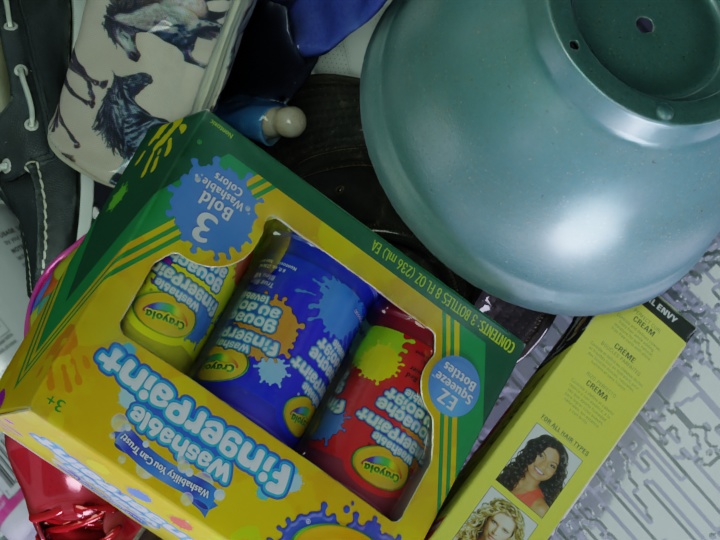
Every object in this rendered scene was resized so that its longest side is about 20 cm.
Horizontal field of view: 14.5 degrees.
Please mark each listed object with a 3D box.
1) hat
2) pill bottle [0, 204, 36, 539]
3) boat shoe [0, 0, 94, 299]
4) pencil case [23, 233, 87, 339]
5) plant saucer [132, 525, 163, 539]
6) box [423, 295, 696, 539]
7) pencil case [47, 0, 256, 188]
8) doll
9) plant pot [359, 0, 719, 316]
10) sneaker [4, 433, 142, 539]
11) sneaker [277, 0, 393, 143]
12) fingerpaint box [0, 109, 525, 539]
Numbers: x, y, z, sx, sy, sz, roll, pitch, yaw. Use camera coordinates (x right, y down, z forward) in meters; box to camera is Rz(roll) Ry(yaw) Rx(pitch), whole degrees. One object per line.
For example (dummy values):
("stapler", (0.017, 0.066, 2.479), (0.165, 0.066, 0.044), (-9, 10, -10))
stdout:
("hat", (0.000, 0.000, 1.432), (0.200, 0.081, 0.201), (8, 123, 13))
("pill bottle", (-0.199, 0.034, 1.492), (0.113, 0.113, 0.200), (-41, 83, 11))
("boat shoe", (-0.172, -0.066, 1.468), (0.060, 0.076, 0.200), (6, 54, -17))
("pencil case", (-0.072, 0.057, 1.409), (0.200, 0.088, 0.088), (34, 101, -27))
("plant saucer", (-0.031, 0.189, 1.366), (0.200, 0.032, 0.201), (7, 69, -19))
("box", (0.086, 0.094, 1.393), (0.050, 0.075, 0.200), (39, 62, -2))
("pencil case", (-0.084, -0.132, 1.356), (0.089, 0.078, 0.200), (32, 120, 18))
("doll", (-0.042, -0.132, 1.410), (0.200, 0.048, 0.137), (-37, 54, 37))
("plant pot", (0.116, -0.095, 1.355), (0.200, 0.134, 0.201), (8, 65, -19))
("sneaker", (-0.124, 0.146, 1.375), (0.078, 0.200, 0.116), (-6, 56, 19))
("sneaker", (0.015, -0.090, 1.468), (0.200, 0.074, 0.116), (42, 110, 8))
("fingerpaint box", (-0.047, 0.051, 1.320), (0.200, 0.073, 0.167), (37, 70, -19))
